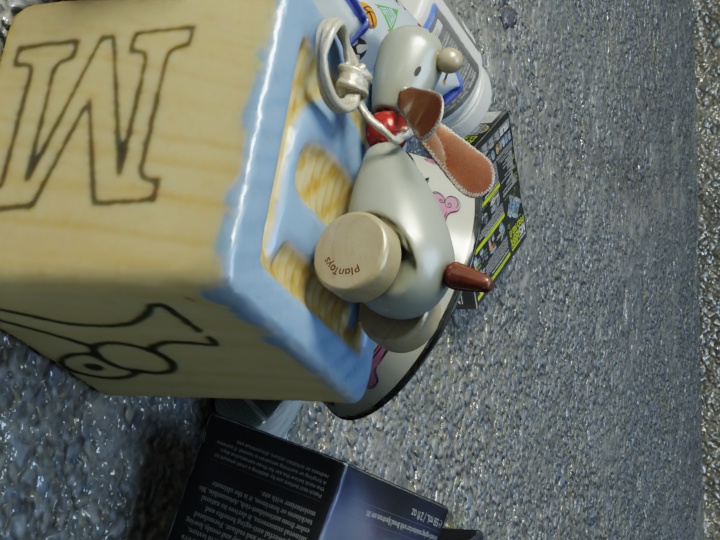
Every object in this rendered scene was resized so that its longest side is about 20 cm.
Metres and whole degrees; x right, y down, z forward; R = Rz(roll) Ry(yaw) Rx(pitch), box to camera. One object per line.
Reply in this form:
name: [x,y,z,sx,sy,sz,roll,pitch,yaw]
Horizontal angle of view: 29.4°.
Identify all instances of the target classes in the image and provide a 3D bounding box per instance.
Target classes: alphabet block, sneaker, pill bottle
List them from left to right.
alphabet block: [-0.105,-0.040,0.845,0.195,0.197,0.199,49,46,-55]
sneaker: [-0.064,0.057,1.099,0.081,0.070,0.202,79,26,-53]
pill bottle: [0.047,-0.203,1.279,0.200,0.112,0.115,42,52,-58]

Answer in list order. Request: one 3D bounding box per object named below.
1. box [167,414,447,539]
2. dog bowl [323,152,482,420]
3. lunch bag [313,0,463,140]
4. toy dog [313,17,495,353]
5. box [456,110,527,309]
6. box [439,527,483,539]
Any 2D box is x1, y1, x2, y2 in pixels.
box: [-0.048,0.233,0.983,0.200,0.122,0.201,35,73,-60]
dog bowl: [0.000,0.000,0.981,0.073,0.200,0.202,28,57,-20]
lunch bag: [-0.035,-0.199,1.045,0.201,0.124,0.170,55,16,27]
toy dog: [0.039,-0.052,0.809,0.132,0.095,0.203,4,86,-65]
box: [0.129,-0.071,1.533,0.200,0.044,0.162,-48,132,-55]
box: [0.025,0.348,1.199,0.199,0.122,0.201,-12,99,-63]
